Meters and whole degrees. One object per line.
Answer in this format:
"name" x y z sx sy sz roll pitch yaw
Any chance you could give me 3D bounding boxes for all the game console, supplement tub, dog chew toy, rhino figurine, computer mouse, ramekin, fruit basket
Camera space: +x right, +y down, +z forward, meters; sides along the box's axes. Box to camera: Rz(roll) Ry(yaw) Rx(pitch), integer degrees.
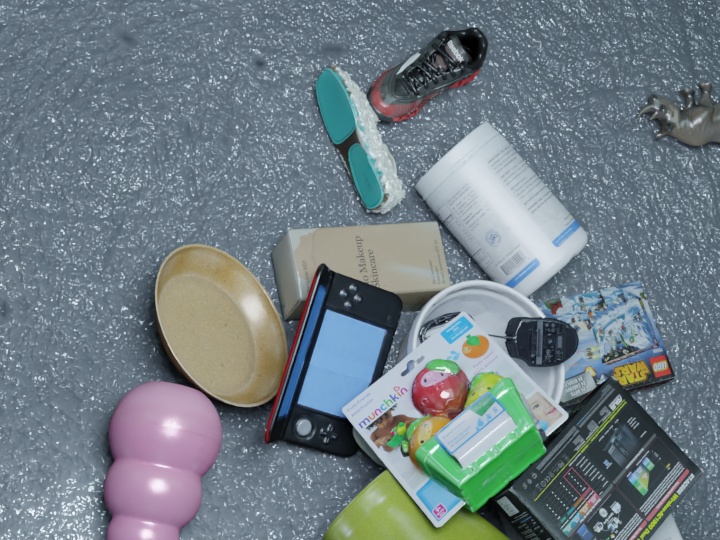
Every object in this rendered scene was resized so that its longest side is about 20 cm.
"game console" -0.026 0.106 1.489 0.171 0.118 0.202 19 87 -27
"supplement tub" 0.179 -0.072 1.684 0.132 0.132 0.201 -38 86 -29
"dog chew toy" -0.219 0.224 1.423 0.123 0.124 0.202 15 72 -15
"rhino figurine" 0.485 -0.220 1.899 0.197 0.060 0.089 -1 80 -18
"computer mouse" 0.162 0.079 1.558 0.197 0.034 0.059 6 87 -13
"ramekin" 0.137 0.123 1.604 0.198 0.105 0.203 7 67 -17
"fruit basket" 0.098 0.152 1.445 0.185 0.094 0.200 -37 54 -7

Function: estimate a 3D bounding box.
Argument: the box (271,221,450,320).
"box" 0.000 0.000 1.616 0.198 0.078 0.096 -5 72 -23

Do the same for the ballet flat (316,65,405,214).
"ballet flat" 0.003 -0.165 1.697 0.071 0.072 0.202 -17 81 -25

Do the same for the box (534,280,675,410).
"box" 0.295 0.099 1.711 0.198 0.040 0.138 -10 72 -24

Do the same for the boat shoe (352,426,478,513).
"boat shoe" 0.075 0.229 1.553 0.202 0.072 0.060 48 43 -12

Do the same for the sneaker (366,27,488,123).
"sneaker" 0.092 -0.263 1.745 0.199 0.098 0.071 -32 85 -27

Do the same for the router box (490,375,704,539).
"router box" 0.262 0.238 1.464 0.150 0.062 0.200 47 61 5

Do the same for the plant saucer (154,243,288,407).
"plant saucer" -0.165 0.067 1.514 0.199 0.035 0.202 32 42 -34

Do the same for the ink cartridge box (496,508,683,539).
"ink cartridge box" 0.272 0.315 1.556 0.146 0.145 0.202 -14 75 -25

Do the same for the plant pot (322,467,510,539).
"plant pot" 0.065 0.322 1.461 0.200 0.201 0.193 -37 74 -29
